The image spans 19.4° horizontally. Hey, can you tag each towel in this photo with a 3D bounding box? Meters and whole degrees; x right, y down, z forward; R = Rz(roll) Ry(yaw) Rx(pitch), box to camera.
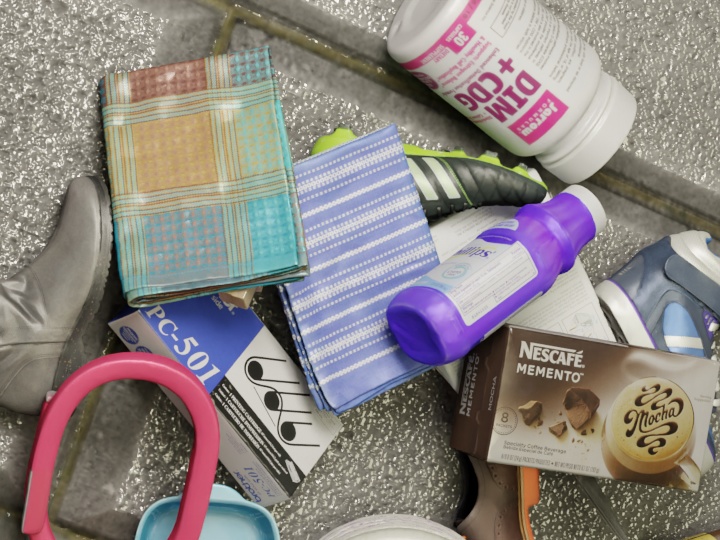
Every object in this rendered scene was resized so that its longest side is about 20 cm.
[{"bbox_3d":[-0.125,-0.075,1.637,0.146,0.022,0.201,-10,67,1],"label":"towel"},{"bbox_3d":[0.000,0.000,1.693,0.144,0.024,0.201,-24,103,-23],"label":"towel"}]

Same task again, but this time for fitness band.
[{"bbox_3d":[-0.186,0.160,1.636,0.143,0.037,0.201,11,103,-14],"label":"fitness band"}]

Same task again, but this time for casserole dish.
[{"bbox_3d":[-0.128,0.271,1.700,0.120,0.039,0.201,4,88,-8],"label":"casserole dish"}]

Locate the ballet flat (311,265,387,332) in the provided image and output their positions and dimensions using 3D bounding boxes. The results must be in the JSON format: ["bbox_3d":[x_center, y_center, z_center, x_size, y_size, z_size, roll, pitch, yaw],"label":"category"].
[{"bbox_3d":[-0.046,0.003,1.728,0.064,0.076,0.200,-40,103,18],"label":"ballet flat"}]

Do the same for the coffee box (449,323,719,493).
[{"bbox_3d":[0.186,0.111,1.746,0.199,0.080,0.114,11,90,-20],"label":"coffee box"}]

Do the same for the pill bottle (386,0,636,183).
[{"bbox_3d":[0.130,-0.168,1.770,0.200,0.113,0.114,36,78,-20],"label":"pill bottle"}]

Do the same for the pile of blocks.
[{"bbox_3d":[-0.132,-0.049,1.672,0.082,0.062,0.201,-20,67,-3],"label":"pile of blocks"}]

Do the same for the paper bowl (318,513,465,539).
[{"bbox_3d":[0.028,0.305,1.716,0.199,0.104,0.202,0,94,-4],"label":"paper bowl"}]

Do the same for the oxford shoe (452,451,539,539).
[{"bbox_3d":[0.112,0.238,1.803,0.072,0.071,0.201,1,82,-16],"label":"oxford shoe"}]

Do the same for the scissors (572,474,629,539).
[{"bbox_3d":[0.175,0.161,1.797,0.073,0.014,0.201,-22,102,-22],"label":"scissors"}]

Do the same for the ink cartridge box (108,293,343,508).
[{"bbox_3d":[-0.106,0.085,1.695,0.200,0.044,0.094,53,47,-15],"label":"ink cartridge box"}]

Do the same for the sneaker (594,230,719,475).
[{"bbox_3d":[0.305,0.064,1.869,0.146,0.081,0.201,-31,97,-15],"label":"sneaker"}]

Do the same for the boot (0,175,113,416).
[{"bbox_3d":[-0.269,0.015,1.627,0.131,0.070,0.201,11,88,-22],"label":"boot"}]

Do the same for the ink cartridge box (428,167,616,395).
[{"bbox_3d":[0.122,0.036,1.806,0.162,0.050,0.201,-30,102,-20],"label":"ink cartridge box"}]

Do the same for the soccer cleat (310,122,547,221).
[{"bbox_3d":[0.054,-0.066,1.750,0.199,0.068,0.082,10,85,-2],"label":"soccer cleat"}]

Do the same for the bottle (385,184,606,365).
[{"bbox_3d":[0.115,0.000,1.699,0.200,0.083,0.066,-35,106,-25],"label":"bottle"}]

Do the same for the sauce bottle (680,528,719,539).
[{"bbox_3d":[0.310,0.268,1.885,0.199,0.065,0.065,-13,96,-21],"label":"sauce bottle"}]
